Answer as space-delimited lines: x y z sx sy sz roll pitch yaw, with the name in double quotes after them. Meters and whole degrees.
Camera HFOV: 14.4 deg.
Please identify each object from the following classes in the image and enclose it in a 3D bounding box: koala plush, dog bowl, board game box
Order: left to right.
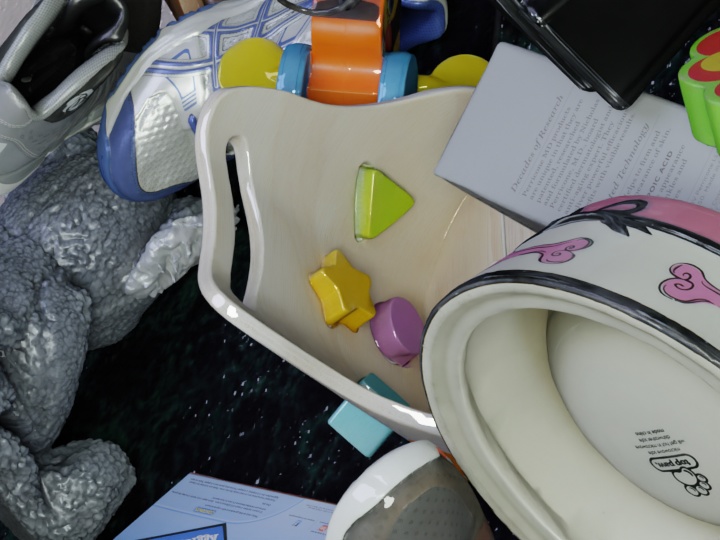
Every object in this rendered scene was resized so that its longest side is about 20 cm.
-0.169 0.010 1.517 0.177 0.184 0.200 31 68 38 "koala plush"
-0.057 0.145 1.357 0.103 0.019 0.200 -39 25 -28 "board game box"
0.124 0.056 1.093 0.200 0.200 0.074 -3 38 51 "dog bowl"

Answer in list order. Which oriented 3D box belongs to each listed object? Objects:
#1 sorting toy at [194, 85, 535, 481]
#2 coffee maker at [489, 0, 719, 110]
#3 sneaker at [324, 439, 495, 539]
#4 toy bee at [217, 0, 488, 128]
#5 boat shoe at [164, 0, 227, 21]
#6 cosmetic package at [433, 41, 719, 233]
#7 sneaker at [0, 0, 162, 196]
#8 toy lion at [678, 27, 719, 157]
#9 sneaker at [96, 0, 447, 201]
0.000 0.000 1.280 0.107 0.180 0.200 -32 46 36 "sorting toy"
0.136 -0.166 1.153 0.200 0.192 0.135 -46 14 7 "coffee maker"
0.046 0.153 1.157 0.077 0.200 0.082 -37 44 -22 "sneaker"
0.006 -0.107 1.372 0.200 0.131 0.109 117 170 -51 "toy bee"
-0.079 -0.168 1.586 0.070 0.070 0.200 -22 31 -5 "boat shoe"
0.131 -0.028 1.201 0.200 0.102 0.074 24 88 55 "cosmetic package"
-0.139 -0.122 1.494 0.115 0.075 0.200 -42 10 45 "sneaker"
0.228 -0.084 1.076 0.200 0.069 0.192 -21 22 -10 "toy lion"
-0.046 -0.100 1.455 0.200 0.075 0.088 -41 45 -2 "sneaker"
